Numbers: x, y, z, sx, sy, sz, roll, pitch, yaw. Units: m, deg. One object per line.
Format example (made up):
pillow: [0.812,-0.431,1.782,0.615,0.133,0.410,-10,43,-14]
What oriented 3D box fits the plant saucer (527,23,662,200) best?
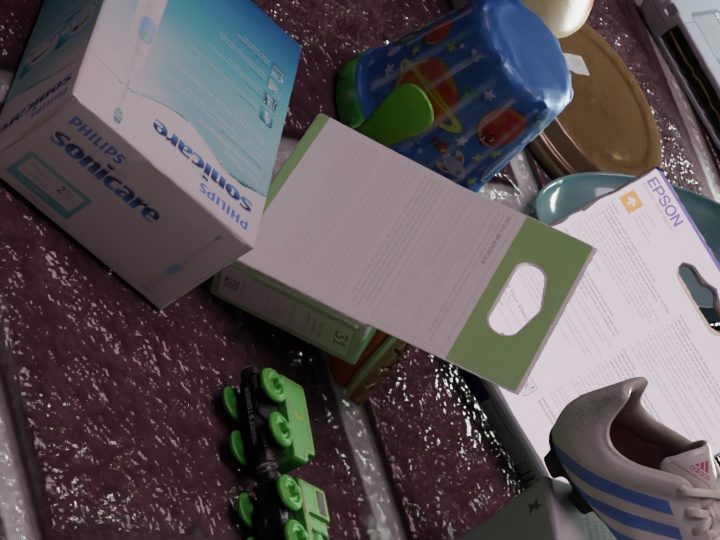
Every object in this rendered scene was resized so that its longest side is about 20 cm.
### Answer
plant saucer: [0.181,-0.135,1.906,0.200,0.029,0.201,33,40,-32]

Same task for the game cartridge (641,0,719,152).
game cartridge: [0.339,-0.171,2.143,0.133,0.040,0.201,-16,76,-53]

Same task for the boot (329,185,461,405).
boot: [0.000,0.000,1.518,0.107,0.075,0.200,29,43,-7]

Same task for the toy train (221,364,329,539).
toy train: [-0.041,0.147,1.349,0.056,0.042,0.201,34,38,-50]

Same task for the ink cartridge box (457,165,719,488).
ink cartridge box: [0.172,0.058,1.615,0.200,0.043,0.197,-28,84,-23]

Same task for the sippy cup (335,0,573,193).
sippy cup: [0.074,-0.125,1.655,0.140,0.130,0.178,40,35,-26]

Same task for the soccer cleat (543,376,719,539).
soccer cleat: [0.192,0.152,1.376,0.200,0.086,0.070,50,38,2]

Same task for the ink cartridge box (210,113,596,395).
ink cartridge box: [0.028,-0.001,1.451,0.199,0.048,0.146,27,48,6]

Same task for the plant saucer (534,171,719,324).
plant saucer: [0.223,-0.011,1.774,0.199,0.036,0.200,12,28,-7]

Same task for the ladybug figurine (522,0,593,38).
ladybug figurine: [0.136,-0.263,1.890,0.135,0.072,0.200,24,34,-16]

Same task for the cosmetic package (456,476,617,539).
cosmetic package: [0.164,0.258,1.428,0.199,0.123,0.200,20,47,-33]

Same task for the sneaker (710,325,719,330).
sneaker: [0.220,0.089,1.707,0.200,0.072,0.073,-26,99,-43]

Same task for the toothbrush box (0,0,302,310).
toothbrush box: [-0.125,-0.101,1.408,0.146,0.085,0.200,40,35,-26]
